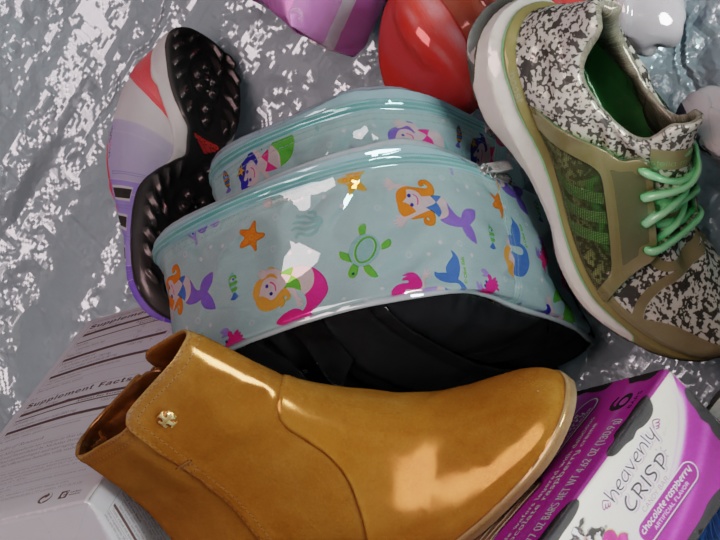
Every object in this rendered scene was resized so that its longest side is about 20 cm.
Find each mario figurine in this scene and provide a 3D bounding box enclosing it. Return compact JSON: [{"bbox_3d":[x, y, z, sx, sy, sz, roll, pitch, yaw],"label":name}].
[{"bbox_3d":[0.095,-0.146,1.097,0.200,0.124,0.106,-41,109,15],"label":"mario figurine"}]

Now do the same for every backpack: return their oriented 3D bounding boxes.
[{"bbox_3d":[0.000,0.000,1.057,0.177,0.199,0.152,-21,76,29],"label":"backpack"}]

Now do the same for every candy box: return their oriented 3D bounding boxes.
[{"bbox_3d":[0.071,0.123,0.992,0.061,0.137,0.200,44,156,-10],"label":"candy box"}]

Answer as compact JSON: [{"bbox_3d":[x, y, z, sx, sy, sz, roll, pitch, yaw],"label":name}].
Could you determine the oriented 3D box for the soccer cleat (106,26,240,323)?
[{"bbox_3d":[-0.104,-0.041,1.168,0.073,0.068,0.201,-39,37,34],"label":"soccer cleat"}]

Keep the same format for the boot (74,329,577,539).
[{"bbox_3d":[-0.020,0.069,0.956,0.201,0.144,0.071,-35,27,30],"label":"boot"}]

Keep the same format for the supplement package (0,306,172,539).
[{"bbox_3d":[-0.112,0.110,1.104,0.109,0.200,0.114,-15,114,29],"label":"supplement package"}]

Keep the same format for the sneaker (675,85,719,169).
[{"bbox_3d":[0.247,-0.082,0.991,0.198,0.079,0.130,22,83,45],"label":"sneaker"}]

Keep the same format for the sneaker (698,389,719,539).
[{"bbox_3d":[0.188,0.112,1.017,0.089,0.078,0.201,34,112,21],"label":"sneaker"}]

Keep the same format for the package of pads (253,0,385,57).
[{"bbox_3d":[-0.015,-0.226,1.146,0.120,0.075,0.201,32,102,40],"label":"package of pads"}]

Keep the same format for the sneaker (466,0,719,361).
[{"bbox_3d":[0.128,-0.042,1.008,0.201,0.077,0.088,55,149,-14],"label":"sneaker"}]
